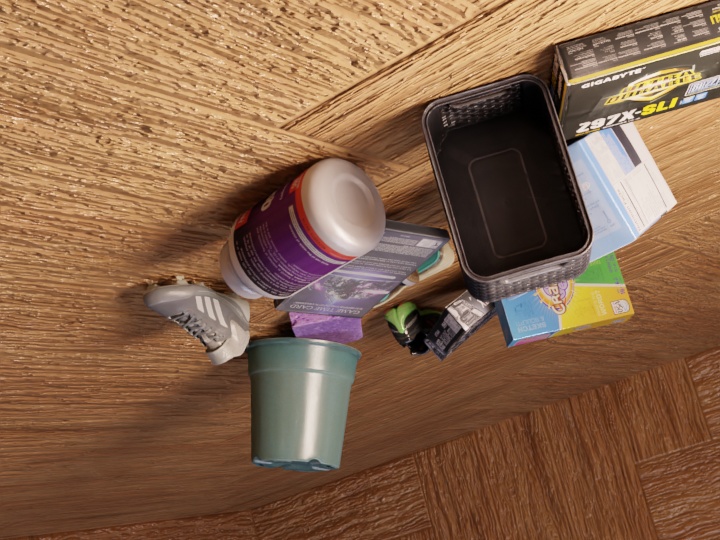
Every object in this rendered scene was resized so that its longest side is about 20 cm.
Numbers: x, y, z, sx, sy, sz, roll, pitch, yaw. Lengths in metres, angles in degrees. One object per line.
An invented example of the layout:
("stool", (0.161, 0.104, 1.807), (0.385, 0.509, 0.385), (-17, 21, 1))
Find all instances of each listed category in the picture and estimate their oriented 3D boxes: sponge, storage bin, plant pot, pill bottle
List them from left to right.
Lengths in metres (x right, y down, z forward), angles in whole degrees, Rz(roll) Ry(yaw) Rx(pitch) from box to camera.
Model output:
("pill bottle", (-0.072, -0.039, 1.331), (0.112, 0.113, 0.200), (2, 157, -45))
("plant pot", (-0.102, 0.230, 1.973), (0.199, 0.197, 0.200), (2, 165, 1))
("sponge", (-0.054, 0.092, 1.943), (0.111, 0.030, 0.200), (-14, 164, -2))
("storage bin", (0.151, -0.083, 1.219), (0.134, 0.201, 0.094), (-16, 163, 4))

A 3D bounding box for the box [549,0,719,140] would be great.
("box", (0.296, -0.206, 1.218), (0.199, 0.050, 0.160), (-15, 166, 1))

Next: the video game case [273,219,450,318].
("video game case", (0.000, 0.000, 1.489), (0.142, 0.019, 0.200), (7, 145, -38))

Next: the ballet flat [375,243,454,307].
("ballet flat", (0.047, 0.006, 1.689), (0.199, 0.070, 0.069), (-23, 162, 26))

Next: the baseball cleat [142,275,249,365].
("baseball cleat", (-0.210, 0.071, 1.588), (0.069, 0.107, 0.200), (-19, 162, 32))

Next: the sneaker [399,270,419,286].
("sneaker", (-0.006, -0.009, 1.564), (0.108, 0.070, 0.200), (-27, 154, 21))

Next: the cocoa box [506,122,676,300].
("cocoa box", (0.241, -0.075, 1.392), (0.200, 0.134, 0.131), (-30, -178, 42))

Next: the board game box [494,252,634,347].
("board game box", (0.299, 0.021, 1.798), (0.199, 0.154, 0.040), (-12, 163, -12))

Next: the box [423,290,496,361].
("box", (0.190, 0.059, 1.900), (0.158, 0.050, 0.200), (-39, 171, -17))

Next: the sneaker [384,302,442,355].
("sneaker", (0.099, 0.110, 2.040), (0.076, 0.084, 0.200), (-21, 163, 24))
